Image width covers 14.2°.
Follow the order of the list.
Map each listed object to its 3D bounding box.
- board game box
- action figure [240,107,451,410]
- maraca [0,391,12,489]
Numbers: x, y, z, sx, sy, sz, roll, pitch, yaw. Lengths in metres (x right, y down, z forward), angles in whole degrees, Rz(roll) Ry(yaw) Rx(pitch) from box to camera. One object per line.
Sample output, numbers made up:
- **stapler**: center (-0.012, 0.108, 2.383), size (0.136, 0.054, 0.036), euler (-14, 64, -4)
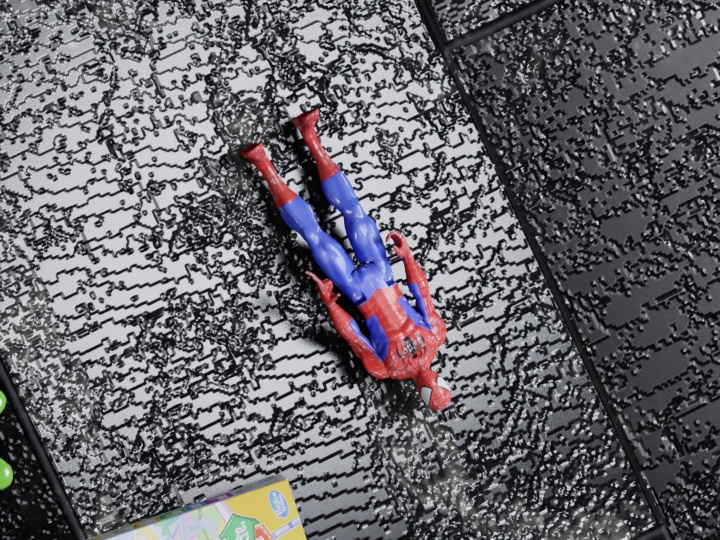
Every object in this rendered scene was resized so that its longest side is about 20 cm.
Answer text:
- **board game box**: center (-0.080, 0.241, 1.778), size (0.134, 0.034, 0.200), euler (-18, 94, -8)
- **action figure**: center (0.000, 0.000, 1.783), size (0.065, 0.052, 0.200), euler (-33, 98, -11)
- **maraca**: center (-0.306, 0.107, 1.699), size (0.200, 0.107, 0.137), euler (-5, 81, -11)
